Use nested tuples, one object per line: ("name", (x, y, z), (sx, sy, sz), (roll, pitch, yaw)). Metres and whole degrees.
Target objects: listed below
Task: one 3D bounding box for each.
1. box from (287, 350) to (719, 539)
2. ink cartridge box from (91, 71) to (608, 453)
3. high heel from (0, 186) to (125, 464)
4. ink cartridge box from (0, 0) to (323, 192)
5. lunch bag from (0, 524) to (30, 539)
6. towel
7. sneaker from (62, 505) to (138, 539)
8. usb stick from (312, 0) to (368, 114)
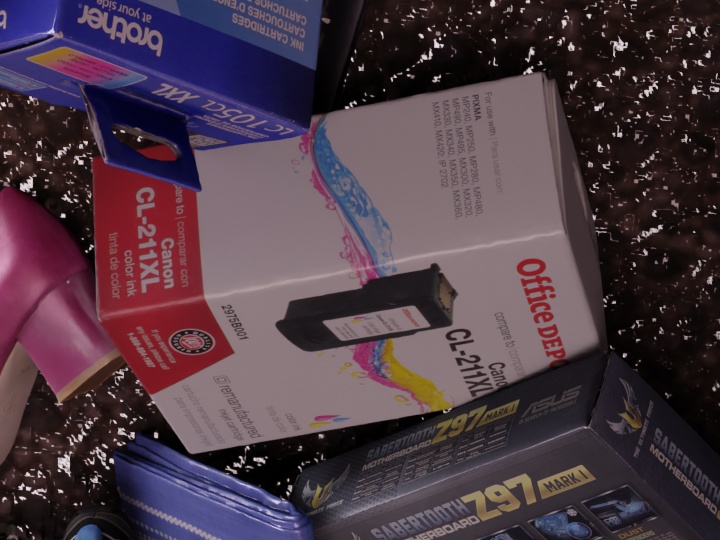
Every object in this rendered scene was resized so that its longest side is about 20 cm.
("box", (0.082, 0.129, 1.130), (0.200, 0.051, 0.158), (-26, 121, 39))
("ink cartridge box", (0.000, 0.000, 1.076), (0.200, 0.083, 0.146), (-10, 150, 9))
("high heel", (-0.199, 0.050, 1.170), (0.200, 0.067, 0.096), (-38, 82, 29))
("ink cartridge box", (-0.083, -0.131, 0.982), (0.076, 0.136, 0.201), (-5, 74, 45))
("lunch bag", (-0.218, 0.229, 1.207), (0.167, 0.139, 0.200), (-14, 114, -7))
("towel", (-0.054, 0.182, 1.183), (0.145, 0.024, 0.200), (17, 125, 47))
("sneaker", (-0.104, 0.189, 1.182), (0.071, 0.083, 0.200), (-5, 133, 6))
("usb stick", (-0.027, -0.108, 1.095), (0.055, 0.033, 0.200), (13, 114, -10))
